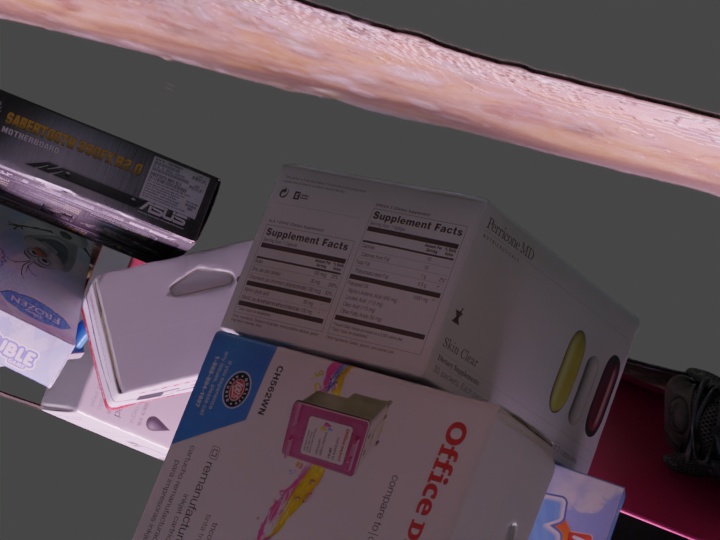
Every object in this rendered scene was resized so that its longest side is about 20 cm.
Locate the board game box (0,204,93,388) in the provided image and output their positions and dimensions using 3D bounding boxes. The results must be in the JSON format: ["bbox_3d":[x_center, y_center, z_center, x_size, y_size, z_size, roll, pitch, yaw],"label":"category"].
[{"bbox_3d":[-0.283,-0.024,1.652,0.200,0.043,0.199,27,-158,-14],"label":"board game box"}]

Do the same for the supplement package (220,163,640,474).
[{"bbox_3d":[0.046,0.032,1.454,0.155,0.111,0.200,11,166,38],"label":"supplement package"}]

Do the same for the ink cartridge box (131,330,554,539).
[{"bbox_3d":[-0.010,0.130,1.358,0.200,0.145,0.085,13,166,32],"label":"ink cartridge box"}]

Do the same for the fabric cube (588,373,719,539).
[{"bbox_3d":[0.177,0.208,1.645,0.196,0.200,0.199,21,-156,-9],"label":"fabric cube"}]

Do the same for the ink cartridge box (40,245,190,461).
[{"bbox_3d":[-0.130,0.079,1.905,0.200,0.147,0.083,25,168,-26],"label":"ink cartridge box"}]

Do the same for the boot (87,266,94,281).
[{"bbox_3d":[-0.166,0.049,2.023,0.200,0.073,0.155,30,170,-17],"label":"boot"}]

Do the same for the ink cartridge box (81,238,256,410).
[{"bbox_3d":[-0.112,0.037,1.664,0.144,0.084,0.200,-13,175,-9],"label":"ink cartridge box"}]

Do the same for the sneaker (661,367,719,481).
[{"bbox_3d":[0.243,0.109,1.531,0.114,0.076,0.199,14,180,9],"label":"sneaker"}]

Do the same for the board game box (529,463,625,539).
[{"bbox_3d":[0.041,0.169,1.440,0.200,0.152,0.037,18,167,9],"label":"board game box"}]

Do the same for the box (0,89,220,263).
[{"bbox_3d":[-0.201,-0.065,1.596,0.200,0.048,0.158,22,171,-8],"label":"box"}]

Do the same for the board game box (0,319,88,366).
[{"bbox_3d":[-0.306,-0.012,1.714,0.200,0.026,0.200,48,-158,19],"label":"board game box"}]
